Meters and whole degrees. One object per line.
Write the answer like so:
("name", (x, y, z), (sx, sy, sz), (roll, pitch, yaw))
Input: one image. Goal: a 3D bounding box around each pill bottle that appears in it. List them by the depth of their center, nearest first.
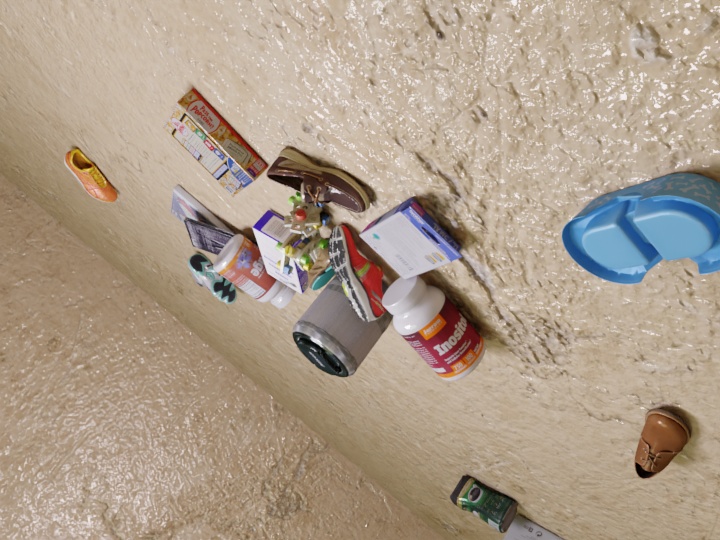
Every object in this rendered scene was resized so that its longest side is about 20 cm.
("pill bottle", (0.134, 0.103, 1.131), (0.200, 0.113, 0.113), (47, 156, -19))
("pill bottle", (-0.258, 0.007, 1.520), (0.200, 0.112, 0.112), (37, 159, -23))

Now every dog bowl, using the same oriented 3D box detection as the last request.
("dog bowl", (0.320, -0.046, 0.672), (0.111, 0.050, 0.200), (45, 157, -13))

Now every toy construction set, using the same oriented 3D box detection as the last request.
("toy construction set", (-0.111, -0.080, 1.135), (0.092, 0.131, 0.200), (35, 156, 8))

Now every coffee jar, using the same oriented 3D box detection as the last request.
("coffee jar", (0.388, 0.737, 1.923), (0.200, 0.104, 0.085), (18, 147, 41))

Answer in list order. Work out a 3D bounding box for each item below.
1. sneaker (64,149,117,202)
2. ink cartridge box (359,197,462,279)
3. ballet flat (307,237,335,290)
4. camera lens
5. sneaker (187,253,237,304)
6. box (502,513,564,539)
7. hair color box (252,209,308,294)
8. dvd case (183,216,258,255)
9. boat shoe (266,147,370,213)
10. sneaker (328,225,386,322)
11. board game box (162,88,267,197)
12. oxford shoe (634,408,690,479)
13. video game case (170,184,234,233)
("sneaker", (-0.849, -0.293, 1.914), (0.077, 0.073, 0.200), (-6, 134, 45))
("ink cartridge box", (0.086, -0.052, 1.014), (0.119, 0.042, 0.200), (43, 159, -10))
("ballet flat", (-0.083, -0.019, 1.304), (0.072, 0.068, 0.200), (57, 158, 8))
("camera lens", (-0.034, 0.111, 1.282), (0.160, 0.200, 0.160), (31, 156, 16))
("sneaker", (-0.482, 0.037, 1.975), (0.200, 0.078, 0.140), (49, 158, 0))
("box", (0.550, 0.932, 1.918), (0.199, 0.200, 0.172), (18, 148, 38))
("hair color box", (-0.170, -0.039, 1.384), (0.109, 0.065, 0.200), (30, 154, 18))
("dvd case", (-0.362, -0.070, 1.604), (0.199, 0.016, 0.149), (20, 154, 4))
("boat shoe", (-0.077, -0.142, 1.049), (0.200, 0.072, 0.072), (31, 156, 18))
("sneaker", (0.000, 0.000, 1.194), (0.077, 0.085, 0.201), (0, 114, 63))
("board game box", (-0.291, -0.246, 1.205), (0.200, 0.046, 0.151), (46, 156, -16))
("oxford shoe", (0.496, 0.296, 1.008), (0.071, 0.071, 0.200), (25, 151, 33))
("video game case", (-0.433, -0.130, 1.656), (0.200, 0.023, 0.182), (41, 157, -5))
